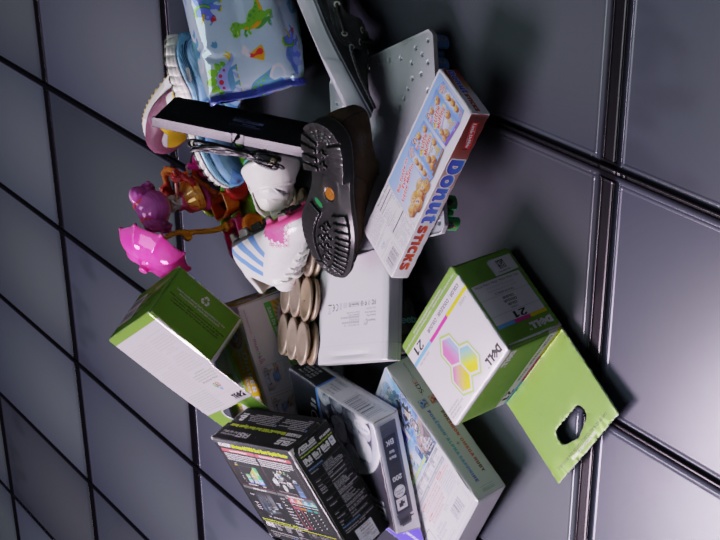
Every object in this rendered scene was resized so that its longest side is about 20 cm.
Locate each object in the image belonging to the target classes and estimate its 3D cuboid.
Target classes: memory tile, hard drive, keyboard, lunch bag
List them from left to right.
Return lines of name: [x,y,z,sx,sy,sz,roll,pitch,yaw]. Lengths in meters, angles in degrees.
keyboard: [-0.130,-0.145,1.543,0.198,0.127,0.021,12,118,10]
lunch bag: [-0.125,-0.275,1.561,0.200,0.126,0.172,-63,-38,-78]
memory tile: [-0.068,0.004,1.648,0.153,0.017,0.202,-173,87,-74]
hard drive: [0.000,0.000,1.552,0.131,0.027,0.202,-9,78,54]

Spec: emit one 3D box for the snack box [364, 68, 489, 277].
snack box: [0.060,-0.091,1.366,0.072,0.024,0.201,61,137,40]

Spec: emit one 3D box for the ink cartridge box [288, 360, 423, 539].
ink cartridge box: [-0.005,0.222,1.642,0.198,0.043,0.202,25,133,55]

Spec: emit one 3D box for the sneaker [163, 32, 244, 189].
sneaker: [-0.163,-0.187,1.662,0.079,0.089,0.201,-103,-2,-59]

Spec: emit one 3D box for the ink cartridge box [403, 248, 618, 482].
ink cartridge box: [0.145,0.104,1.399,0.201,0.075,0.148,57,145,23]

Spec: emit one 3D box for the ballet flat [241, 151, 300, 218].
ballet flat: [-0.100,-0.095,1.636,0.200,0.069,0.070,149,101,-84]

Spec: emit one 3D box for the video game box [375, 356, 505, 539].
video game box: [0.073,0.220,1.588,0.183,0.047,0.201,53,151,23]

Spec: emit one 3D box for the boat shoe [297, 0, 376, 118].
boat shoe: [-0.020,-0.245,1.469,0.069,0.056,0.201,58,-171,-68]

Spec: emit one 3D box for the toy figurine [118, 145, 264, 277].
toy figurine: [-0.215,-0.072,1.760,0.150,0.183,0.201,-36,76,56]

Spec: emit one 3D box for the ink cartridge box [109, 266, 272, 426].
ink cartridge box: [-0.189,0.103,1.735,0.200,0.076,0.148,40,150,-14]

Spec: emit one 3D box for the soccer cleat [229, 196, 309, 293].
soccer cleat: [-0.079,-0.024,1.575,0.087,0.070,0.200,64,153,-3]

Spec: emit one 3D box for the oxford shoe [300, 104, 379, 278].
oxford shoe: [-0.011,-0.078,1.448,0.072,0.084,0.201,30,137,25]

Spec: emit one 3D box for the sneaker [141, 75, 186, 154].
sneaker: [-0.201,-0.201,1.746,0.090,0.075,0.200,55,130,24]

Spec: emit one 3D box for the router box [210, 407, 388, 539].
router box: [-0.072,0.240,1.626,0.199,0.062,0.151,-2,122,58]

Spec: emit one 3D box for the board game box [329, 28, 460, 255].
board game box: [0.033,-0.124,1.459,0.199,0.026,0.202,-13,78,57]

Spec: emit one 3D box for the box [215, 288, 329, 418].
box: [-0.108,0.128,1.777,0.112,0.101,0.202,-13,95,57]

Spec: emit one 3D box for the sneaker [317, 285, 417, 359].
sneaker: [0.000,0.061,1.627,0.199,0.075,0.080,-7,88,50]
